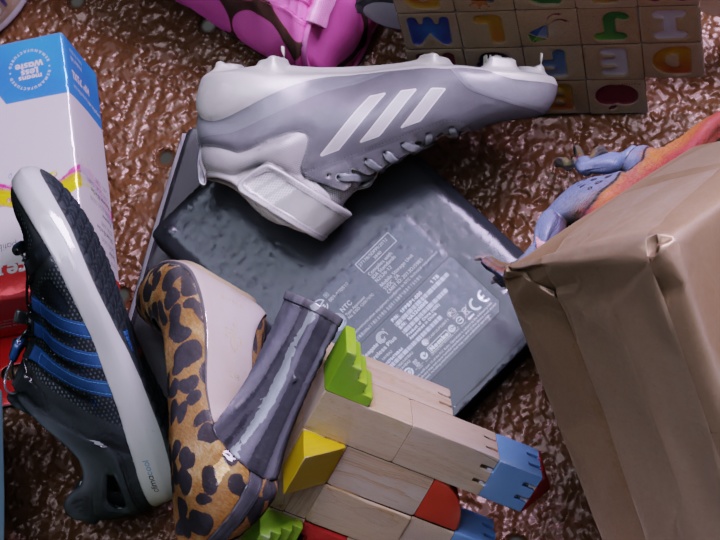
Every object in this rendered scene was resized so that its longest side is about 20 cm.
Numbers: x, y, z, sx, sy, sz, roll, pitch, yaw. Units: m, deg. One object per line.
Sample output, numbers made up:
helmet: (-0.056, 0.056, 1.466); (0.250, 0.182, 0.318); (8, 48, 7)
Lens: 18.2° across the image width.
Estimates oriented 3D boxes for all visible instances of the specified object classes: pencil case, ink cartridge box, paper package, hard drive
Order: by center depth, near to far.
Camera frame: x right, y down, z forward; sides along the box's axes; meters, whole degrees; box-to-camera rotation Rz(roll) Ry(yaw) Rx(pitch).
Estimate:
paper package: (0.186, 0.042, 1.099); (0.103, 0.200, 0.191); (-12, 104, 42)
hard drive: (0.000, 0.000, 1.262); (0.140, 0.033, 0.200); (-44, 75, -8)
ink cartridge box: (-0.208, -0.027, 1.314); (0.116, 0.067, 0.201); (-12, 70, 8)
pencil case: (-0.085, -0.185, 1.329); (0.200, 0.094, 0.091); (29, 79, 19)

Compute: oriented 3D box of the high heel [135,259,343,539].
high heel: (-0.095, 0.071, 1.181); (0.200, 0.071, 0.143); (11, 73, 59)

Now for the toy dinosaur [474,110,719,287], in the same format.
toy dinosaur: (0.160, -0.026, 1.196); (0.181, 0.200, 0.105); (-41, 95, -10)

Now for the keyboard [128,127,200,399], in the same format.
keyboard: (-0.067, 0.017, 1.293); (0.127, 0.021, 0.201); (12, 76, 12)

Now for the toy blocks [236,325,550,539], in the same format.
toy blocks: (0.008, 0.131, 1.185); (0.136, 0.100, 0.200); (23, 117, -15)

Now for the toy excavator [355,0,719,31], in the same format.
toy excavator: (0.127, -0.163, 1.265); (0.200, 0.194, 0.100); (0, 68, 41)

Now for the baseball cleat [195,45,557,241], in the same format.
baseball cleat: (0.009, -0.069, 1.239); (0.199, 0.070, 0.107); (0, 87, 10)

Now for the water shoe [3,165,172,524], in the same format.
water shoe: (-0.163, 0.044, 1.225); (0.079, 0.072, 0.200); (-22, 94, 4)

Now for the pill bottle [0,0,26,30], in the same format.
pill bottle: (-0.273, -0.217, 1.322); (0.115, 0.200, 0.116); (-4, 71, 11)

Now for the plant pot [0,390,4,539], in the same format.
plant pot: (-0.282, 0.156, 1.206); (0.200, 0.201, 0.161); (-11, 80, 8)

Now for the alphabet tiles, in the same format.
alphabet tiles: (0.101, -0.143, 1.219); (0.166, 0.200, 0.006); (-1, 59, 11)
